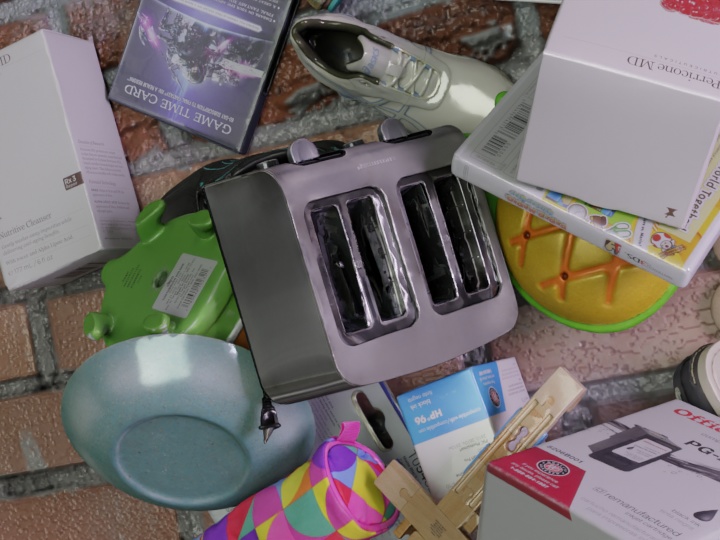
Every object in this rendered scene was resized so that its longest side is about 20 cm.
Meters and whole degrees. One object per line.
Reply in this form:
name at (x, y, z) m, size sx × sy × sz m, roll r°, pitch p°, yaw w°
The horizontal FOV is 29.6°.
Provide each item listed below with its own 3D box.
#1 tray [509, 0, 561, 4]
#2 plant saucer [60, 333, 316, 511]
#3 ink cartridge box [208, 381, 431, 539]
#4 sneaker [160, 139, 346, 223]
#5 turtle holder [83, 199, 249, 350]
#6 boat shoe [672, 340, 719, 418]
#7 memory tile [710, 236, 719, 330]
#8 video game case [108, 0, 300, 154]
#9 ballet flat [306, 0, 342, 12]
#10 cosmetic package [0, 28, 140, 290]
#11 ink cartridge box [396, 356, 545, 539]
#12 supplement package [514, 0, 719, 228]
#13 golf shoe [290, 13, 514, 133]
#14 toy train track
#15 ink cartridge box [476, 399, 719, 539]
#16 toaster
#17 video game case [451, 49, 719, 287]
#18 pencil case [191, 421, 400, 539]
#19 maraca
tray at (0.187, -0.255, 1.040) m, size 0.199 × 0.022 × 0.108 m, roll 7°, pitch 94°, yaw 22°
plant saucer at (-0.134, 0.133, 1.050) m, size 0.200 × 0.201 × 0.039 m, roll -20°, pitch 39°, yaw 21°
ink cartridge box at (-0.039, 0.160, 1.123) m, size 0.199 × 0.041 × 0.200 m, roll -35°, pitch 78°, yaw 19°
sneaker at (-0.099, -0.066, 1.127) m, size 0.199 × 0.079 × 0.076 m, roll -19°, pitch 84°, yaw 22°
turtle holder at (-0.141, 0.037, 1.098) m, size 0.185 × 0.132 × 0.142 m, roll -22°, pitch 46°, yaw 33°
boat shoe at (0.289, 0.147, 0.995) m, size 0.201 × 0.072 × 0.063 m, roll 65°, pitch 153°, yaw 4°
memory tile at (0.353, -0.021, 0.979) m, size 0.199 × 0.017 × 0.155 m, roll 2°, pitch 91°, yaw 22°
video game case at (-0.126, -0.218, 1.169) m, size 0.142 × 0.019 × 0.201 m, roll 23°, pitch 100°, yaw 20°
ballet flat at (0.015, -0.294, 1.081) m, size 0.200 × 0.071 × 0.071 m, roll -44°, pitch 75°, yaw 19°
cosmetic package at (-0.271, -0.096, 1.194) m, size 0.112 × 0.081 × 0.201 m, roll -21°, pitch 83°, yaw 22°
ink cartridge box at (0.107, 0.173, 1.025) m, size 0.067 × 0.116 × 0.201 m, roll -23°, pitch 81°, yaw 22°
supplement package at (0.193, -0.150, 0.921) m, size 0.120 × 0.120 × 0.201 m, roll 17°, pitch 52°, yaw 9°
golf shoe at (0.031, -0.147, 1.064) m, size 0.199 × 0.097 × 0.079 m, roll 21°, pitch 96°, yaw 19°
toy train track at (0.086, 0.150, 0.956) m, size 0.115 × 0.032 × 0.200 m, roll 45°, pitch 102°, yaw 23°
ink cartridge box at (0.197, 0.163, 0.893) m, size 0.145 × 0.199 × 0.084 m, roll 24°, pitch 118°, yaw 46°
toaster at (0.000, 0.000, 0.997) m, size 0.118 × 0.180 × 0.201 m, roll -17°, pitch 89°, yaw 56°
video game case at (0.191, -0.096, 0.969) m, size 0.181 × 0.200 × 0.023 m, roll 28°, pitch 144°, yaw 19°
pencil case at (-0.055, 0.199, 1.042) m, size 0.200 × 0.088 × 0.089 m, roll -39°, pitch 76°, yaw 31°
maraca at (0.153, -0.045, 1.010) m, size 0.137 × 0.107 × 0.200 m, roll -45°, pitch 74°, yaw 9°
